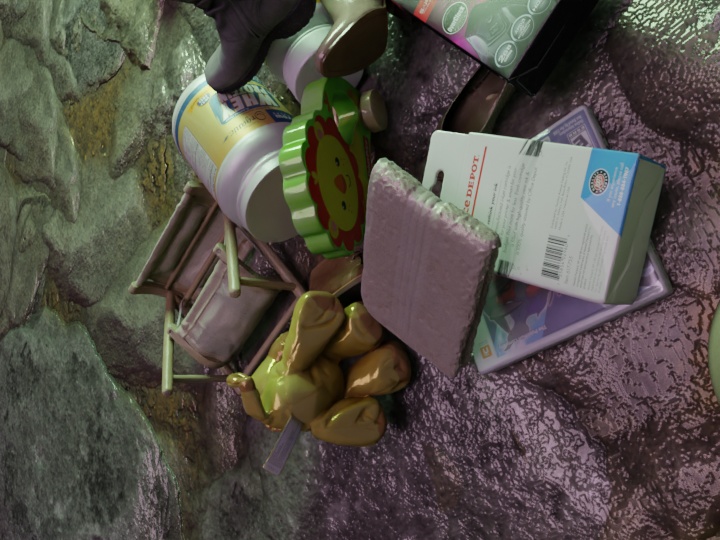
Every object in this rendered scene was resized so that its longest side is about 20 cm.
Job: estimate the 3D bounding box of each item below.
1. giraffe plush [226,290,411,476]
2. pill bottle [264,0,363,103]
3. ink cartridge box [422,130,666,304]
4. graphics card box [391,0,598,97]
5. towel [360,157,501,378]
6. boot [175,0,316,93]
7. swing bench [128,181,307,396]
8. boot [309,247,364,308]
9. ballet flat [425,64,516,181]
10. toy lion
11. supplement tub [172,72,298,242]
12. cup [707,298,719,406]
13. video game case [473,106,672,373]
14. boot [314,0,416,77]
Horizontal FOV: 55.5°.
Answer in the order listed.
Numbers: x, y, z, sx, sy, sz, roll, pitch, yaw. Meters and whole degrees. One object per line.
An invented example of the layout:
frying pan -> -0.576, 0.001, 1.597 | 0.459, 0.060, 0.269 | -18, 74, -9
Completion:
giraffe plush -> -0.063, 0.126, 0.776 | 0.173, 0.200, 0.162 | 50, 160, -13
pill bottle -> -0.081, -0.301, 0.843 | 0.115, 0.113, 0.202 | -47, 59, 29
ink cartridge box -> 0.147, -0.052, 0.600 | 0.198, 0.067, 0.119 | 19, 101, 42
graphics card box -> 0.124, -0.266, 0.641 | 0.126, 0.050, 0.201 | -55, 49, 19
towel -> 0.059, 0.005, 0.631 | 0.132, 0.034, 0.202 | 36, 147, 24
boot -> -0.151, -0.276, 0.735 | 0.199, 0.130, 0.071 | -30, 59, 42
swing bench -> -0.196, 0.027, 0.921 | 0.200, 0.128, 0.202 | -51, 51, 28
boot -> 0.000, 0.000, 0.779 | 0.199, 0.073, 0.077 | -30, 57, 43
ballet flat -> 0.125, -0.177, 0.692 | 0.201, 0.046, 0.068 | -52, 58, 26
toy lion -> -0.027, -0.112, 0.724 | 0.067, 0.191, 0.205 | -11, 79, 25
supplement tub -> -0.137, -0.146, 0.863 | 0.200, 0.143, 0.146 | 49, 118, 32
cup -> 0.315, 0.059, 0.441 | 0.198, 0.142, 0.205 | -4, 84, 42
video game case -> 0.165, -0.023, 0.652 | 0.199, 0.023, 0.186 | -32, 67, 36
boot -> -0.020, -0.305, 0.760 | 0.146, 0.199, 0.071 | 41, 150, 17
